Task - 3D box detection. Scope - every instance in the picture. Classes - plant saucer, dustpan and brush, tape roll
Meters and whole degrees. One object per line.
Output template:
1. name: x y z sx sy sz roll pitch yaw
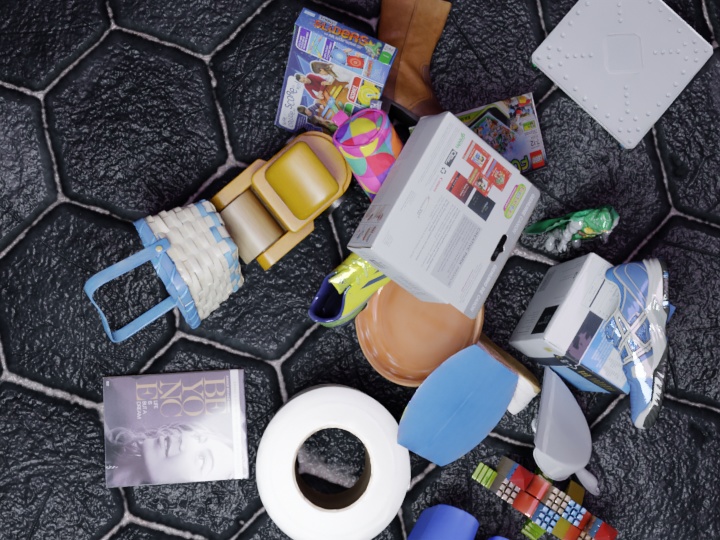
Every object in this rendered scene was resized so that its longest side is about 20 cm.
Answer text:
1. plant saucer: 0.083 0.057 1.284 0.197 0.037 0.204 -6 78 32
2. dustpan and brush: 0.284 0.244 1.281 0.200 0.057 0.141 42 43 -22
3. tape roll: -0.038 0.255 1.252 0.199 0.139 0.207 0 85 -2

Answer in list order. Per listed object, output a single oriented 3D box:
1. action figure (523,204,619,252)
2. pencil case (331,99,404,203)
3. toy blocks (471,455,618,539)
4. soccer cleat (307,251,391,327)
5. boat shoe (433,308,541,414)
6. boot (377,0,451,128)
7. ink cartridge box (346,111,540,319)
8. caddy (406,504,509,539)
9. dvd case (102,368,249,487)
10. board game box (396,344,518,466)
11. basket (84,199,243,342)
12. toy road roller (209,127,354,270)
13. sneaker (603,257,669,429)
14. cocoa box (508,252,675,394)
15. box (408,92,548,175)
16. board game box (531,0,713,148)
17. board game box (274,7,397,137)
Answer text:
1. action figure: 0.298 -0.057 1.266 0.116 0.200 0.056 -9 86 -3
2. pencil case: 0.035 -0.130 1.271 0.088 0.088 0.201 -37 130 -6
3. toy blocks: 0.254 0.319 1.263 0.198 0.137 0.101 34 84 1
4. soccer cleat: 0.000 0.001 1.264 0.065 0.083 0.201 50 118 27
5. boat shoe: 0.155 0.122 1.307 0.199 0.071 0.070 41 104 12
6. boot: 0.099 -0.290 1.357 0.185 0.069 0.203 14 77 6
7. ink cartridge box: 0.110 -0.066 1.205 0.175 0.084 0.202 35 79 -21
8. caddy: 0.122 0.387 1.227 0.140 0.200 0.106 31 67 -1
9. dvd case: -0.255 0.218 1.304 0.196 0.016 0.152 -3 85 -4
10. board game box: 0.116 0.168 1.220 0.159 0.199 0.039 -50 48 4
11. basket: -0.260 0.010 1.249 0.199 0.177 0.140 -35 73 -19
12. toy road roller: -0.102 -0.102 1.269 0.199 0.146 0.123 -41 95 -4
13. sneaker: 0.331 0.087 1.128 0.076 0.076 0.204 0 86 16
14. cocoa box: 0.302 0.075 1.255 0.130 0.200 0.135 32 83 0
15. box: 0.167 -0.170 1.303 0.198 0.035 0.112 -21 100 -28
16. board game box: 0.381 -0.314 1.380 0.200 0.026 0.200 42 85 1
17. board game box: -0.038 -0.245 1.267 0.134 0.201 0.035 23 57 -1
